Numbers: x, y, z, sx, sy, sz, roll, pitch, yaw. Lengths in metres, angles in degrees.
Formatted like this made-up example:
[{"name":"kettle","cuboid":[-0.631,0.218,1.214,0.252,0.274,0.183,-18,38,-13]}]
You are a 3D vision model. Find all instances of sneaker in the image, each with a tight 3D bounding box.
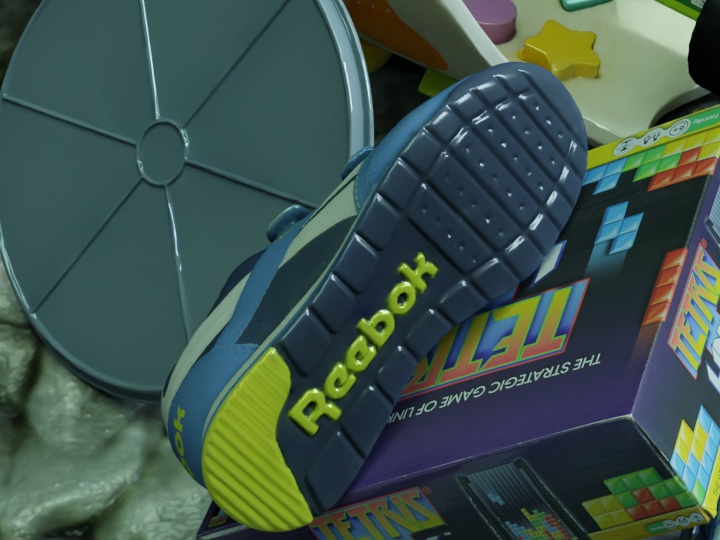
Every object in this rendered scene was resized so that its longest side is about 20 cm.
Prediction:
[{"name":"sneaker","cuboid":[0.000,0.000,0.896,0.200,0.074,0.082,-47,24,-14]}]

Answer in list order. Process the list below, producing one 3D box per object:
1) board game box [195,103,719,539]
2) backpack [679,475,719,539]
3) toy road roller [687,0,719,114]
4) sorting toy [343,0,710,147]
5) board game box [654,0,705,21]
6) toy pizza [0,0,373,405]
[{"name":"board game box","cuboid":[0.051,0.035,0.916,0.199,0.057,0.166,-20,31,37]},{"name":"backpack","cuboid":[0.177,0.114,0.859,0.162,0.155,0.200,3,30,14]},{"name":"toy road roller","cuboid":[0.201,-0.035,1.030,0.122,0.147,0.199,30,15,29]},{"name":"sorting toy","cuboid":[0.099,-0.107,1.109,0.179,0.107,0.200,34,42,16]},{"name":"board game box","cuboid":[0.204,-0.174,1.109,0.047,0.102,0.200,29,28,21]},{"name":"toy pizza","cuboid":[-0.071,-0.046,1.012,0.200,0.201,0.032,36,16,33]}]
